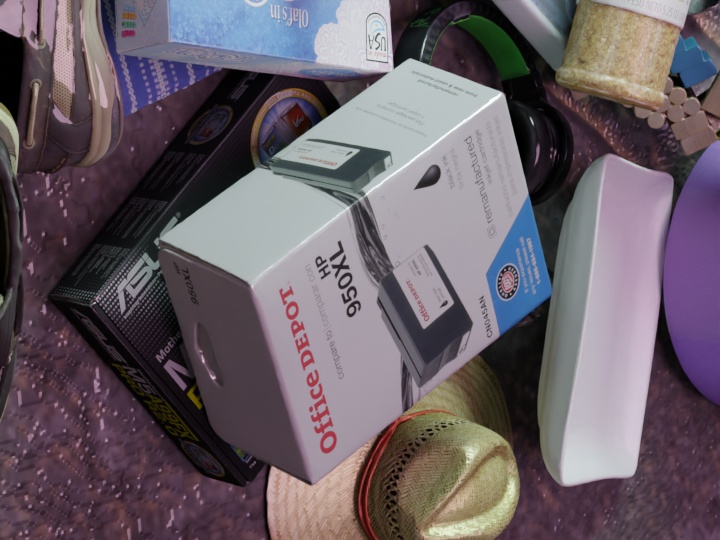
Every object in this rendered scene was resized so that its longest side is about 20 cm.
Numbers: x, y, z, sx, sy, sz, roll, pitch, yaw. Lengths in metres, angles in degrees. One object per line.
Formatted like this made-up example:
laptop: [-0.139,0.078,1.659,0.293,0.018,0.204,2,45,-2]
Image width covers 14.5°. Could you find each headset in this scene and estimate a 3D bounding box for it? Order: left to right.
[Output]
headset: [0.067,-0.061,1.707,0.123,0.094,0.201,-23,98,-50]

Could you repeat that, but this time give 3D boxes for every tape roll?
tape roll: [0.290,-0.001,1.892,0.200,0.065,0.201,-9,103,-44]

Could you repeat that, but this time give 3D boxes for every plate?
plate: [0.151,0.031,1.763,0.200,0.032,0.201,6,91,-71]

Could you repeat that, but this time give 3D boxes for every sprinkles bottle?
sprinkles bottle: [0.171,-0.198,1.659,0.068,0.068,0.201,12,94,-41]

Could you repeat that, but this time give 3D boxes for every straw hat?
straw hat: [0.047,0.130,1.697,0.200,0.085,0.202,-7,101,-40]

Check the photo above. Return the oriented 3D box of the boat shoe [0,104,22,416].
boat shoe: [-0.208,0.013,1.436,0.071,0.066,0.202,4,112,-10]

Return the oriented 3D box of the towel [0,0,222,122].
towel: [-0.157,-0.147,1.531,0.200,0.024,0.145,-28,111,-36]

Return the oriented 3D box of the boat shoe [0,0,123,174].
boat shoe: [-0.178,-0.143,1.450,0.073,0.074,0.201,-24,106,-38]

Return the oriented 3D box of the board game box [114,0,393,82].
board game box: [-0.060,-0.210,1.535,0.200,0.043,0.200,2,84,-54]

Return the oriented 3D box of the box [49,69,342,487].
box: [-0.063,-0.003,1.612,0.200,0.044,0.160,-52,126,-23]

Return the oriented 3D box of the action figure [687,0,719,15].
action figure: [0.204,-0.261,1.740,0.054,0.118,0.201,-15,120,-18]

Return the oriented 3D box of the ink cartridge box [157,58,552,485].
ink cartridge box: [0.000,0.000,1.564,0.200,0.084,0.145,-37,129,-28]

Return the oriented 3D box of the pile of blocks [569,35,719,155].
pile of blocks: [0.206,-0.119,1.777,0.199,0.062,0.082,28,106,-12]

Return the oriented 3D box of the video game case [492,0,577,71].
video game case: [0.091,-0.249,1.688,0.200,0.023,0.182,44,49,-36]
